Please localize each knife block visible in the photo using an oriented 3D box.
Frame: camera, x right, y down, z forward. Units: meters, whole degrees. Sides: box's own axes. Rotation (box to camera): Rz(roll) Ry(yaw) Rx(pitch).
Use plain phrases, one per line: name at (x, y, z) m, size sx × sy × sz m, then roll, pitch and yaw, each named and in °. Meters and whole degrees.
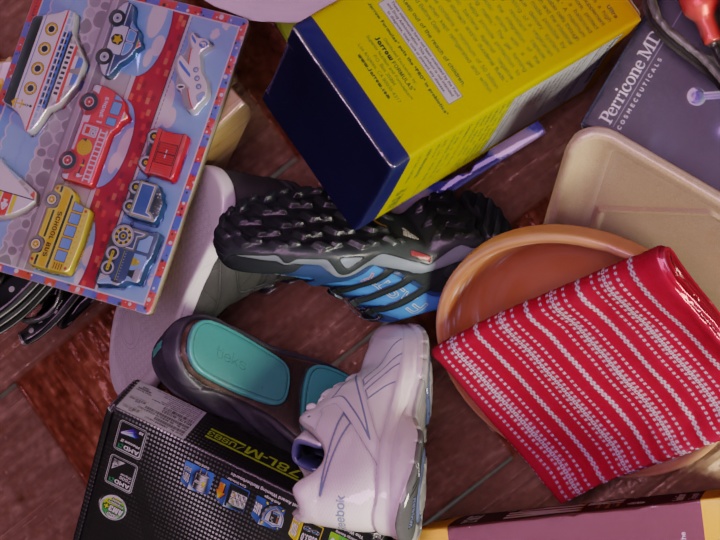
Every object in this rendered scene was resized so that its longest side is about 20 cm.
knife block at (-0.177, -0.042, 1.641) m, size 0.064 × 0.175 × 0.200 m, roll 48°, pitch 135°, yaw 18°

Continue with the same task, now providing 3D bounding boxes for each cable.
cable at (0.226, -0.123, 1.516) m, size 0.096 × 0.050 × 0.201 m, roll -11°, pitch 69°, yaw 6°

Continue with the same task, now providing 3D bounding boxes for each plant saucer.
plant saucer at (0.146, 0.047, 1.608) m, size 0.199 × 0.038 × 0.201 m, roll 14°, pitch 133°, yaw 15°

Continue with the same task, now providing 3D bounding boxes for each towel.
towel at (0.156, 0.069, 1.581) m, size 0.199 × 0.023 × 0.145 m, roll -25°, pitch 113°, yaw 40°

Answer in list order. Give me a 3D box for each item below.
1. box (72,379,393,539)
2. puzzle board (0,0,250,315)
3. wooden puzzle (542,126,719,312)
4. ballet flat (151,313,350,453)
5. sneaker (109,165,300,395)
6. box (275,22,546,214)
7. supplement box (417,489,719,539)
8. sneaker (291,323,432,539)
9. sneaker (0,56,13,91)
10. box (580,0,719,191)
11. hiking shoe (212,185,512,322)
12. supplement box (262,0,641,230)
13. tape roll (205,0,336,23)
box at (-0.090, 0.194, 1.649) m, size 0.199 × 0.048 × 0.194 m, roll 25°, pitch 121°, yaw 10°
puzzle board at (-0.169, -0.085, 1.618) m, size 0.150 × 0.017 × 0.201 m, roll 15°, pitch 79°, yaw 17°
wooden puzzle at (0.211, -0.004, 1.584) m, size 0.199 × 0.185 × 0.037 m, roll 27°, pitch 63°, yaw 9°
ballet flat at (-0.055, 0.086, 1.660) m, size 0.199 × 0.073 × 0.073 m, roll 29°, pitch 94°, yaw -29°
sneaker at (-0.095, 0.014, 1.688) m, size 0.071 × 0.099 × 0.201 m, roll 57°, pitch 132°, yaw 35°
box at (0.026, -0.144, 1.681) m, size 0.122 × 0.048 × 0.201 m, roll -32°, pitch 83°, yaw 9°
supplement box at (0.151, 0.246, 1.599) m, size 0.198 × 0.133 × 0.199 m, roll -7°, pitch 86°, yaw 10°
sneaker at (0.002, 0.094, 1.599) m, size 0.086 × 0.200 × 0.075 m, roll 2°, pitch 119°, yaw 5°
sneaker at (-0.187, -0.105, 1.711) m, size 0.199 × 0.075 × 0.091 m, roll -10°, pitch 85°, yaw 19°
box at (0.262, -0.098, 1.600) m, size 0.199 × 0.107 × 0.149 m, roll 31°, pitch 90°, yaw 11°
hiking shoe at (0.000, 0.000, 1.621) m, size 0.199 × 0.075 × 0.087 m, roll 2°, pitch 125°, yaw -18°
supplement box at (0.055, -0.132, 1.573) m, size 0.199 × 0.109 × 0.110 m, roll -31°, pitch 80°, yaw -22°
tape roll at (-0.049, -0.262, 1.597) m, size 0.201 × 0.071 × 0.204 m, roll 6°, pitch 119°, yaw 11°
